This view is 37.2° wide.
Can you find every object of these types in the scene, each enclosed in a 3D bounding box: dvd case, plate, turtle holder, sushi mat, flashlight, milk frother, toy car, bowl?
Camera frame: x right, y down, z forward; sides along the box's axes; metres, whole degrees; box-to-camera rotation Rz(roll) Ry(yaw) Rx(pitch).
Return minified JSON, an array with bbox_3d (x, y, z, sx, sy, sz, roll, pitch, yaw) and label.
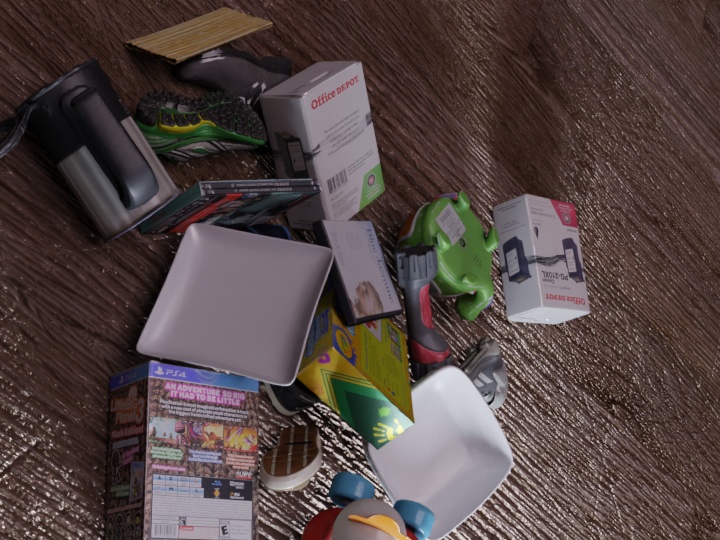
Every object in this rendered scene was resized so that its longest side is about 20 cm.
[{"bbox_3d":[-0.166,-0.083,1.379,0.198,0.145,0.022,-5,76,-44],"label":"dvd case"},{"bbox_3d":[-0.148,0.042,1.306,0.033,0.196,0.202,86,18,-54],"label":"plate"},{"bbox_3d":[0.137,-0.022,1.660,0.184,0.131,0.143,31,55,-33],"label":"turtle holder"},{"bbox_3d":[-0.217,-0.321,1.458,0.199,0.095,0.012,-35,140,-45],"label":"sushi mat"},{"bbox_3d":[0.000,0.000,1.484,0.200,0.017,0.145,-5,75,-70],"label":"dvd case"},{"bbox_3d":[0.098,0.061,1.587,0.068,0.067,0.204,-35,126,-53],"label":"flashlight"},{"bbox_3d":[-0.342,-0.115,1.249,0.198,0.181,0.190,-33,102,-1],"label":"milk frother"},{"bbox_3d":[0.022,0.350,1.348,0.175,0.200,0.186,25,61,-4],"label":"toy car"},{"bbox_3d":[0.103,0.258,1.543,0.199,0.074,0.201,-37,103,-22],"label":"bowl"}]

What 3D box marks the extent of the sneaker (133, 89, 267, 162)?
[{"bbox_3d":[-0.213,-0.185,1.415,0.197,0.085,0.079,1,52,-35],"label":"sneaker"}]

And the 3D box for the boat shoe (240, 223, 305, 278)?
[{"bbox_3d":[-0.115,0.009,1.412,0.068,0.200,0.085,6,116,-26],"label":"boat shoe"}]

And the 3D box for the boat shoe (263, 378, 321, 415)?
[{"bbox_3d":[-0.116,0.095,1.424,0.072,0.067,0.202,-36,99,-42],"label":"boat shoe"}]

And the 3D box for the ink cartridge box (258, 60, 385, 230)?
[{"bbox_3d":[-0.050,-0.179,1.519,0.145,0.083,0.203,-39,126,-44],"label":"ink cartridge box"}]

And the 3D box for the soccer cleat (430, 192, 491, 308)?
[{"bbox_3d":[0.171,-0.030,1.734,0.066,0.076,0.202,-33,99,-44],"label":"soccer cleat"}]

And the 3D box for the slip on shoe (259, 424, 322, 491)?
[{"bbox_3d":[-0.084,0.250,1.348,0.200,0.074,0.062,-91,179,-83],"label":"slip on shoe"}]

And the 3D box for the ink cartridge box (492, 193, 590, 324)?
[{"bbox_3d":[0.315,-0.017,1.862,0.143,0.084,0.204,7,72,-42],"label":"ink cartridge box"}]

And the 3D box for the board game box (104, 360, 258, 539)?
[{"bbox_3d":[-0.209,0.223,1.266,0.158,0.096,0.204,15,66,-40],"label":"board game box"}]

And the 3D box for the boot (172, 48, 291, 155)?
[{"bbox_3d":[-0.163,-0.232,1.492,0.198,0.069,0.134,-4,85,-39],"label":"boot"}]

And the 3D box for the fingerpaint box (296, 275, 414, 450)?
[{"bbox_3d":[-0.010,0.115,1.457,0.167,0.073,0.201,44,21,-25],"label":"fingerpaint box"}]

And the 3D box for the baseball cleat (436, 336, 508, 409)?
[{"bbox_3d":[0.179,0.185,1.673,0.200,0.069,0.108,-40,103,-43],"label":"baseball cleat"}]
